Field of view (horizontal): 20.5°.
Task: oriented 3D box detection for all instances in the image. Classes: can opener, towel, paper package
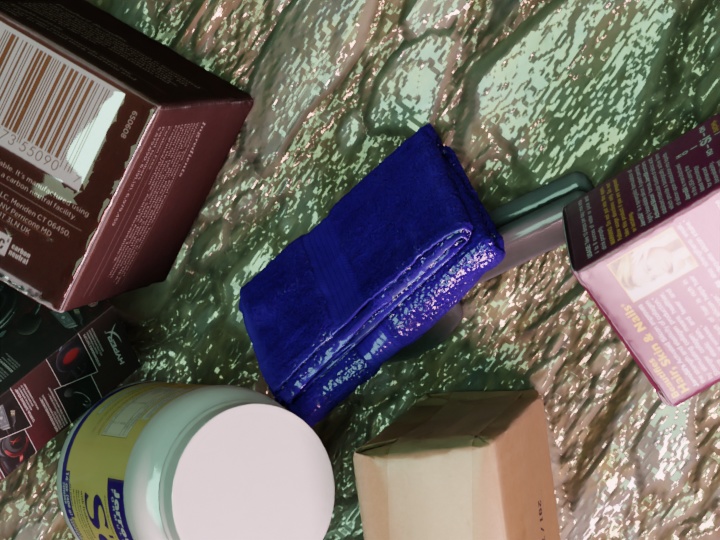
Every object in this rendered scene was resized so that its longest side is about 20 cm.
[{"bbox_3d":[0.086,-0.005,1.445,0.200,0.053,0.067,-30,121,18],"label":"can opener"},{"bbox_3d":[0.000,0.000,1.427,0.200,0.050,0.148,-41,45,15],"label":"towel"},{"bbox_3d":[0.074,0.198,1.389,0.103,0.191,0.201,-6,95,17],"label":"paper package"}]

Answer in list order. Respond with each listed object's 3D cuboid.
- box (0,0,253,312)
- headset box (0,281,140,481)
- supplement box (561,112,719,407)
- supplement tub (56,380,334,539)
[{"bbox_3d":[-0.208,-0.088,1.435,0.166,0.200,0.165,30,103,11],"label":"box"},{"bbox_3d":[-0.287,0.075,1.461,0.200,0.075,0.149,-39,50,-19],"label":"headset box"},{"bbox_3d":[0.254,-0.024,1.340,0.200,0.103,0.131,-31,114,16],"label":"supplement box"},{"bbox_3d":[-0.118,0.152,1.417,0.145,0.200,0.146,1,88,-28],"label":"supplement tub"}]
